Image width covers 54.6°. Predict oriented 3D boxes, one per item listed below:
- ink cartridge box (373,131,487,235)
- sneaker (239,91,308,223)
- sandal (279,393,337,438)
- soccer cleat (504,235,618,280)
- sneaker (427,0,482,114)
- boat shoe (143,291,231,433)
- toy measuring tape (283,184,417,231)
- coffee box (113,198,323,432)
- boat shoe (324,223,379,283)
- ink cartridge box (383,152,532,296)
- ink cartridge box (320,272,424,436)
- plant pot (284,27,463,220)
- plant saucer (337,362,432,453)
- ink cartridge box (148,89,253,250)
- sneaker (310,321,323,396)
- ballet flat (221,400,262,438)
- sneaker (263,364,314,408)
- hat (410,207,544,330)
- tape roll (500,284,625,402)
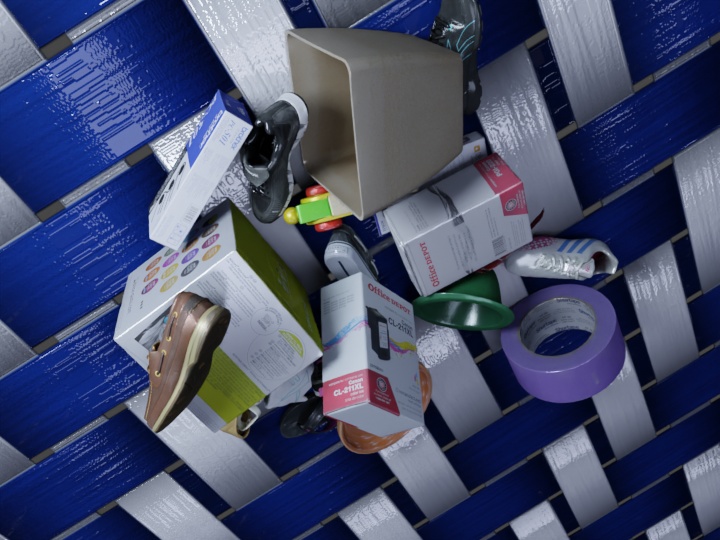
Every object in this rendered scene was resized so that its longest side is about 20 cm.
[{"bbox_3d":[0.105,-0.134,1.079,0.198,0.037,0.095,-23,125,-7],"label":"ink cartridge box"},{"bbox_3d":[-0.131,-0.140,0.946,0.090,0.066,0.201,-40,157,-47],"label":"sneaker"},{"bbox_3d":[-0.052,0.249,1.243,0.199,0.048,0.076,-24,125,-5],"label":"sandal"},{"bbox_3d":[0.349,-0.018,1.199,0.198,0.087,0.071,-7,122,-15],"label":"soccer cleat"},{"bbox_3d":[0.123,-0.305,0.960,0.078,0.076,0.202,-13,122,-8],"label":"sneaker"},{"bbox_3d":[-0.224,0.111,0.855,0.067,0.072,0.201,33,115,9],"label":"boat shoe"},{"bbox_3d":[-0.017,-0.103,1.023,0.198,0.074,0.074,-16,123,-8],"label":"toy measuring tape"},{"bbox_3d":[-0.194,0.058,0.981,0.197,0.200,0.200,-36,117,4],"label":"coffee box"},{"bbox_3d":[0.000,0.000,1.098,0.071,0.072,0.201,3,149,17],"label":"boat shoe"},{"bbox_3d":[0.151,-0.066,1.069,0.199,0.085,0.146,-28,140,-1],"label":"ink cartridge box"},{"bbox_3d":[0.016,0.125,1.029,0.082,0.202,0.145,-23,145,30],"label":"ink cartridge box"},{"bbox_3d":[0.028,-0.216,0.921,0.176,0.200,0.202,-20,125,-20],"label":"plant pot"},{"bbox_3d":[0.040,0.238,1.252,0.199,0.037,0.202,-19,128,-27],"label":"plant saucer"},{"bbox_3d":[-0.218,-0.134,0.935,0.044,0.094,0.201,27,109,-29],"label":"ink cartridge box"},{"bbox_3d":[-0.043,0.118,1.097,0.073,0.200,0.088,-15,111,19],"label":"sneaker"},{"bbox_3d":[-0.184,0.206,1.143,0.063,0.069,0.201,33,133,8],"label":"ballet flat"},{"bbox_3d":[-0.107,0.149,1.127,0.079,0.071,0.201,1,137,-20],"label":"sneaker"},{"bbox_3d":[0.192,-0.005,1.189,0.198,0.178,0.166,8,159,4],"label":"hat"},{"bbox_3d":[0.352,0.124,1.215,0.199,0.200,0.085,-30,125,1],"label":"tape roll"}]
